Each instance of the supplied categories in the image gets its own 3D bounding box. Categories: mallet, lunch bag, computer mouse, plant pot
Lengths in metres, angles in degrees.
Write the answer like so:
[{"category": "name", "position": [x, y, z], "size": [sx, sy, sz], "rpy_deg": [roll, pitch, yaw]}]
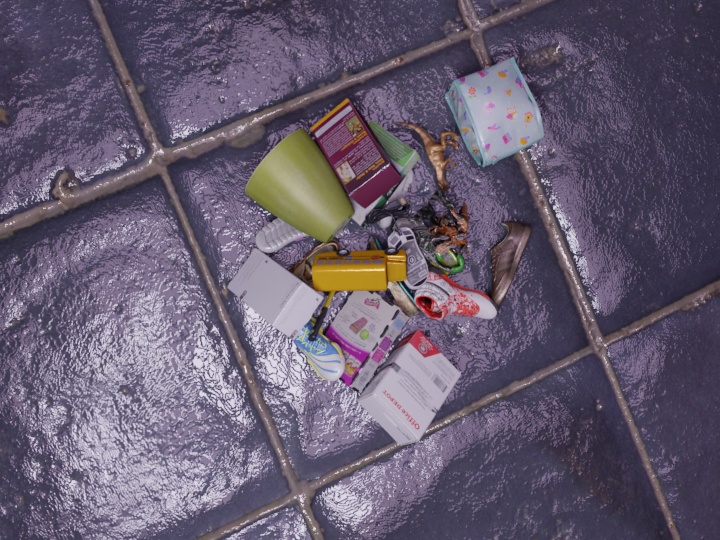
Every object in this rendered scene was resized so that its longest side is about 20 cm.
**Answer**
[{"category": "mallet", "position": [-0.068, 0.073, 1.472], "size": [0.065, 0.201, 0.041], "rpy_deg": [-34, 112, 30]}, {"category": "lunch bag", "position": [0.309, -0.355, 1.565], "size": [0.168, 0.122, 0.203], "rpy_deg": [-23, 86, -8]}, {"category": "computer mouse", "position": [0.088, -0.053, 1.503], "size": [0.109, 0.044, 0.203], "rpy_deg": [-28, 105, -26]}, {"category": "plant pot", "position": [-0.112, -0.162, 1.458], "size": [0.200, 0.187, 0.187], "rpy_deg": [44, 84, 3]}]

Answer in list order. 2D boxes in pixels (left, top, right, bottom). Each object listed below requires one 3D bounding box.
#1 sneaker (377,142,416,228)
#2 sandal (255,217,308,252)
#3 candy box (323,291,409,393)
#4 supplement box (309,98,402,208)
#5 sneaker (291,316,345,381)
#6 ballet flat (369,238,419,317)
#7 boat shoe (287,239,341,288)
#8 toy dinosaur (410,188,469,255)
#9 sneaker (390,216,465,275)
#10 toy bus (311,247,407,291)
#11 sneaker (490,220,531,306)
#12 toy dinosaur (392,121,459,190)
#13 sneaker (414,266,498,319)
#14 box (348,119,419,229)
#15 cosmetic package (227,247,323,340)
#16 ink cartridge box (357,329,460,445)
[{"category": "sneaker", "position": [0.080, -0.194, 1.558], "size": [0.079, 0.076, 0.204], "rpy_deg": [9, 89, -16]}, {"category": "sandal", "position": [-0.146, -0.095, 1.534], "size": [0.200, 0.050, 0.083], "rpy_deg": [-22, 67, -20]}, {"category": "candy box", "position": [-0.001, 0.146, 1.509], "size": [0.135, 0.061, 0.202], "rpy_deg": [31, 85, 36]}, {"category": "supplement box", "position": [-0.010, -0.251, 1.469], "size": [0.110, 0.085, 0.202], "rpy_deg": [-35, 64, 12]}, {"category": "sneaker", "position": [-0.112, 0.157, 1.458], "size": [0.104, 0.200, 0.076], "rpy_deg": [30, 100, -42]}, {"category": "ballet flat", "position": [0.062, 0.025, 1.555], "size": [0.070, 0.071, 0.202], "rpy_deg": [-33, 93, -7]}, {"category": "boat shoe", "position": [-0.119, 0.005, 1.523], "size": [0.075, 0.074, 0.201], "rpy_deg": [40, 84, -5]}, {"category": "toy dinosaur", "position": [0.193, -0.102, 1.529], "size": [0.136, 0.200, 0.102], "rpy_deg": [44, 109, 3]}, {"category": "sneaker", "position": [0.158, -0.062, 1.556], "size": [0.198, 0.085, 0.079], "rpy_deg": [30, 85, -5]}, {"category": "toy bus", "position": [0.000, 0.000, 1.451], "size": [0.196, 0.079, 0.066], "rpy_deg": [-1, 119, 7]}, {"category": "sneaker", "position": [0.331, -0.018, 1.598], "size": [0.074, 0.070, 0.203], "rpy_deg": [22, 83, 12]}, {"category": "toy dinosaur", "position": [0.170, -0.284, 1.575], "size": [0.105, 0.060, 0.202], "rpy_deg": [-29, 92, -6]}, {"category": "sneaker", "position": [0.213, 0.082, 1.546], "size": [0.199, 0.068, 0.109], "rpy_deg": [30, 46, -1]}, {"category": "box", "position": [0.019, -0.213, 1.515], "size": [0.144, 0.036, 0.201], "rpy_deg": [41, 97, 28]}, {"category": "cosmetic package", "position": [-0.183, 0.047, 1.452], "size": [0.114, 0.199, 0.081], "rpy_deg": [-55, 134, -6]}, {"category": "ink cartridge box", "position": [0.108, 0.258, 1.503], "size": [0.144, 0.084, 0.200], "rpy_deg": [45, 54, -5]}]
